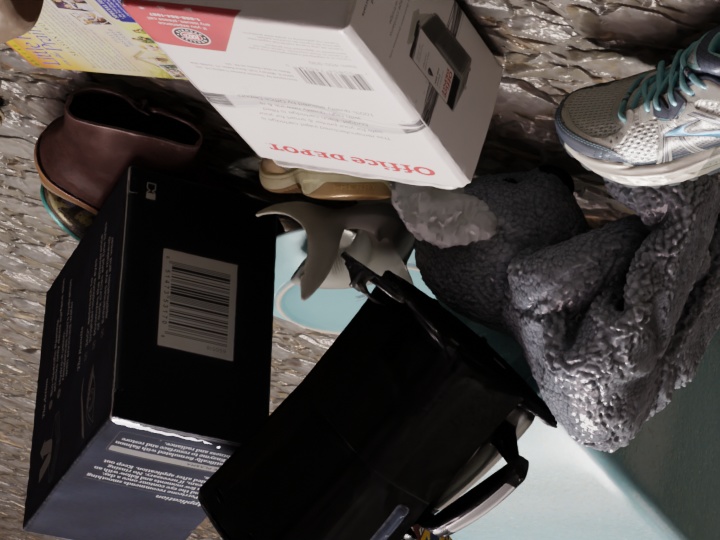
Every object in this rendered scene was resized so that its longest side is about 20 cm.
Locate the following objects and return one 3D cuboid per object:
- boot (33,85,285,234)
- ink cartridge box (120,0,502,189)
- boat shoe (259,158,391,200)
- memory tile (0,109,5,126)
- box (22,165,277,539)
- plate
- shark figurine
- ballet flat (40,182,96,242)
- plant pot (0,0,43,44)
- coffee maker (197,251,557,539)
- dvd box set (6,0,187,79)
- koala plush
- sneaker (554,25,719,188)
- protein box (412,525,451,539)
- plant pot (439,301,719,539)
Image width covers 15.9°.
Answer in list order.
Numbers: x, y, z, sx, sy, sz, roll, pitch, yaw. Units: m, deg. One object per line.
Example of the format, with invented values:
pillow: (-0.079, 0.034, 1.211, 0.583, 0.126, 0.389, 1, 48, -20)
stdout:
boot: (-0.131, -0.061, 1.814, 0.199, 0.073, 0.166, 19, 162, -11)
ink cartridge box: (-0.023, -0.132, 1.468, 0.146, 0.083, 0.200, 9, 161, 26)
boat shoe: (-0.022, -0.082, 1.660, 0.072, 0.065, 0.200, -2, -175, -11)
memory tile: (-0.360, -0.152, 1.845, 0.199, 0.017, 0.153, 13, 162, 16)
box: (-0.147, 0.067, 1.797, 0.117, 0.197, 0.200, 14, 148, -20)
plate: (0.005, 0.012, 1.884, 0.199, 0.026, 0.200, -3, 156, -1)
shark figurine: (0.011, -0.006, 1.709, 0.128, 0.090, 0.214, -19, 172, 1)
ballet flat: (-0.159, -0.035, 1.958, 0.072, 0.072, 0.200, 4, 159, 36)
plant pot: (-0.273, -0.181, 1.435, 0.174, 0.201, 0.200, -6, 158, 9)
coffee maker: (-0.007, 0.108, 1.647, 0.192, 0.200, 0.135, 39, -174, -21)
dvd box set: (-0.152, -0.161, 1.589, 0.199, 0.030, 0.146, 7, 161, 28)
koala plush: (0.116, 0.001, 1.639, 0.200, 0.184, 0.177, 23, 167, 24)
sneaker: (0.192, -0.102, 1.408, 0.199, 0.078, 0.086, -3, 143, 32)
protein box: (0.170, 0.238, 2.205, 0.198, 0.135, 0.200, 21, -163, -13)
plant pot: (0.139, 0.091, 1.808, 0.196, 0.196, 0.200, -4, 150, 33)
